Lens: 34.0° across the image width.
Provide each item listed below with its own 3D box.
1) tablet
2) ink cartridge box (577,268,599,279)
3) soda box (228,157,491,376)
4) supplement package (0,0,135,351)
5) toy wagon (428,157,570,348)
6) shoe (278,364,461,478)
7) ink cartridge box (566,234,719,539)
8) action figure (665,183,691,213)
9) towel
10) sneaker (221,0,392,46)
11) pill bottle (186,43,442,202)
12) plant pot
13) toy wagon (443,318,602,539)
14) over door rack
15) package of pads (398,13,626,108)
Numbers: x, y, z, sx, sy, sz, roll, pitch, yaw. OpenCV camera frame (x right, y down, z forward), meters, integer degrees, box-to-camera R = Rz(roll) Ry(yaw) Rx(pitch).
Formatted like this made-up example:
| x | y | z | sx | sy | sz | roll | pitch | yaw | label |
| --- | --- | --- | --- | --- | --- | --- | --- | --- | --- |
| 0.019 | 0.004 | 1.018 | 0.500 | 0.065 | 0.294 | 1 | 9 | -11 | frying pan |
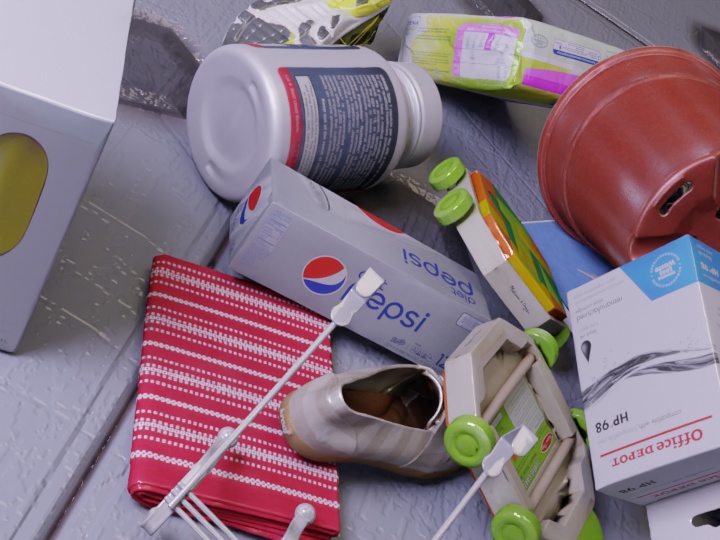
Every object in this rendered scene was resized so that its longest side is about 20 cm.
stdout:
| x | y | z | sx | sy | sz | roll | pitch | yaw | label |
| --- | --- | --- | --- | --- | --- | --- | --- | --- | --- |
| 0.233 | 0.002 | 1.122 | 0.198 | 0.014 | 0.131 | -5 | 54 | -41 | tablet |
| 0.281 | 0.075 | 0.978 | 0.161 | 0.051 | 0.200 | 17 | 12 | -36 | ink cartridge box |
| 0.000 | 0.000 | 0.878 | 0.198 | 0.064 | 0.069 | 28 | 26 | -21 | soda box |
| -0.238 | -0.087 | 0.697 | 0.150 | 0.201 | 0.152 | 18 | 41 | -21 | supplement package |
| 0.115 | -0.025 | 0.987 | 0.156 | 0.039 | 0.201 | 51 | 16 | -22 | toy wagon |
| 0.031 | 0.102 | 0.814 | 0.198 | 0.053 | 0.071 | 9 | 49 | -48 | shoe |
| 0.224 | 0.092 | 0.850 | 0.066 | 0.115 | 0.203 | 23 | 51 | -38 | ink cartridge box |
| 0.360 | -0.079 | 1.230 | 0.119 | 0.102 | 0.201 | 40 | 36 | -20 | action figure |
| -0.082 | 0.084 | 0.790 | 0.143 | 0.023 | 0.202 | 19 | 41 | -22 | towel |
| -0.043 | -0.210 | 1.078 | 0.199 | 0.085 | 0.075 | -32 | 64 | -27 | sneaker |
| -0.030 | -0.122 | 0.959 | 0.198 | 0.120 | 0.120 | -9 | 57 | -43 | pill bottle |
| 0.270 | -0.065 | 1.003 | 0.198 | 0.203 | 0.196 | 22 | 21 | -17 | plant pot |
| 0.125 | 0.138 | 0.837 | 0.202 | 0.039 | 0.155 | 63 | 33 | -7 | toy wagon |
| -0.012 | 0.126 | 0.705 | 0.148 | 0.067 | 0.200 | 43 | 76 | -1 | over door rack |
| 0.145 | -0.200 | 1.139 | 0.153 | 0.069 | 0.199 | 8 | 8 | -33 | package of pads |
